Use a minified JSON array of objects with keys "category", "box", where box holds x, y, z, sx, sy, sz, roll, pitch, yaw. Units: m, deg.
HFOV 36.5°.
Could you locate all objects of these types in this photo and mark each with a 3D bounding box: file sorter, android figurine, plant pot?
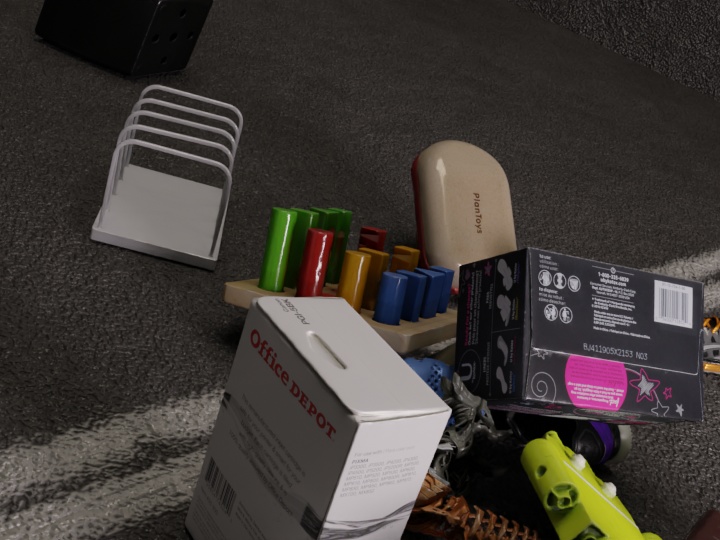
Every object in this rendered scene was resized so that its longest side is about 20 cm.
[{"category":"file sorter","box":[-0.212,-0.113,1.242,0.138,0.125,0.200,14,25,-9]},{"category":"android figurine","box":[0.197,0.207,0.901,0.182,0.041,0.200,42,13,-22]},{"category":"plant pot","box":[-0.351,-0.411,1.698,0.177,0.200,0.200,39,30,17]}]

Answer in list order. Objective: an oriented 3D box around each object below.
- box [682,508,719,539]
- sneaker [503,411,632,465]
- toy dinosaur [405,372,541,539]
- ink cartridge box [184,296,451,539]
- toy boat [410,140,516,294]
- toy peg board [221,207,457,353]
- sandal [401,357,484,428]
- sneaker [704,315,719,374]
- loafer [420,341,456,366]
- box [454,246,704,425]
[{"category":"box","box":[0.225,0.288,0.673,0.165,0.165,0.199,32,28,25]},{"category":"sneaker","box":[0.172,0.123,1.091,0.099,0.070,0.200,-6,34,-39]},{"category":"toy dinosaur","box":[0.056,0.175,0.907,0.200,0.102,0.136,42,51,12]},{"category":"ink cartridge box","box":[-0.036,0.138,0.753,0.082,0.201,0.147,0,30,-37]},{"category":"toy boat","box":[0.113,-0.058,1.369,0.129,0.131,0.202,6,70,-27]},{"category":"toy peg board","box":[0.000,0.000,1.095,0.198,0.099,0.200,14,9,23]},{"category":"sandal","box":[0.019,0.107,0.979,0.198,0.080,0.087,9,-11,-5]},{"category":"sneaker","box":[0.458,0.088,1.357,0.198,0.078,0.078,20,26,6]},{"category":"loafer","box":[0.115,0.079,1.062,0.199,0.070,0.075,-22,30,-9]},{"category":"box","box":[0.193,0.063,0.972,0.198,0.133,0.115,10,-13,-27]}]
